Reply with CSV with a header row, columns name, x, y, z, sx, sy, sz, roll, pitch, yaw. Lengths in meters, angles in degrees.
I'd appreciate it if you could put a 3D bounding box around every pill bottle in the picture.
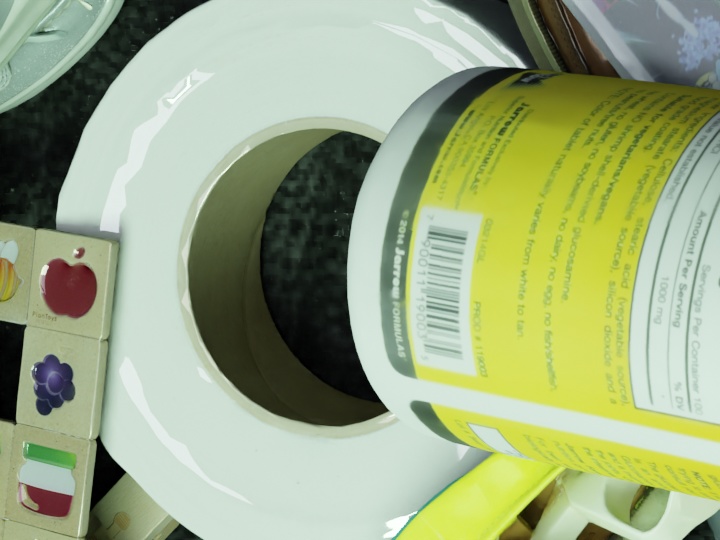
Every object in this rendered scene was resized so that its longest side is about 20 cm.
name,x,y,z,sx,sy,sz,roll,pitch,yaw
pill bottle,0.104,0.007,0.782,0.199,0.112,0.113,11,99,38

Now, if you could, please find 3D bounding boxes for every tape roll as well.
name,x,y,z,sx,sy,sz,roll,pitch,yaw
tape roll,0.000,0.000,0.959,0.201,0.071,0.204,2,95,20

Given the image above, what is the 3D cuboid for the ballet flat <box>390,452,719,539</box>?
name,x,y,z,sx,sy,sz,roll,pitch,yaw
ballet flat,0.068,0.078,0.876,0.200,0.067,0.067,-47,35,8

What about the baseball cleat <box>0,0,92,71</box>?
name,x,y,z,sx,sy,sz,roll,pitch,yaw
baseball cleat,-0.164,-0.085,0.956,0.106,0.070,0.200,41,87,-5

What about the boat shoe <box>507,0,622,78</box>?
name,x,y,z,sx,sy,sz,roll,pitch,yaw
boat shoe,0.084,-0.138,0.893,0.068,0.072,0.201,-18,81,53

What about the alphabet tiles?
name,x,y,z,sx,sy,sz,roll,pitch,yaw
alphabet tiles,-0.173,0.058,1.002,0.199,0.008,0.168,11,97,33

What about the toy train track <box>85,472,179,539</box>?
name,x,y,z,sx,sy,sz,roll,pitch,yaw
toy train track,-0.131,0.148,1.044,0.115,0.033,0.200,46,102,18

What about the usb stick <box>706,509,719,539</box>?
name,x,y,z,sx,sy,sz,roll,pitch,yaw
usb stick,0.166,0.142,0.930,0.055,0.033,0.201,-23,87,20

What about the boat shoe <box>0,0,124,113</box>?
name,x,y,z,sx,sy,sz,roll,pitch,yaw
boat shoe,-0.176,-0.082,1.017,0.201,0.065,0.075,-18,89,18

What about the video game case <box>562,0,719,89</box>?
name,x,y,z,sx,sy,sz,roll,pitch,yaw
video game case,0.118,-0.153,0.839,0.182,0.023,0.200,-39,83,18
